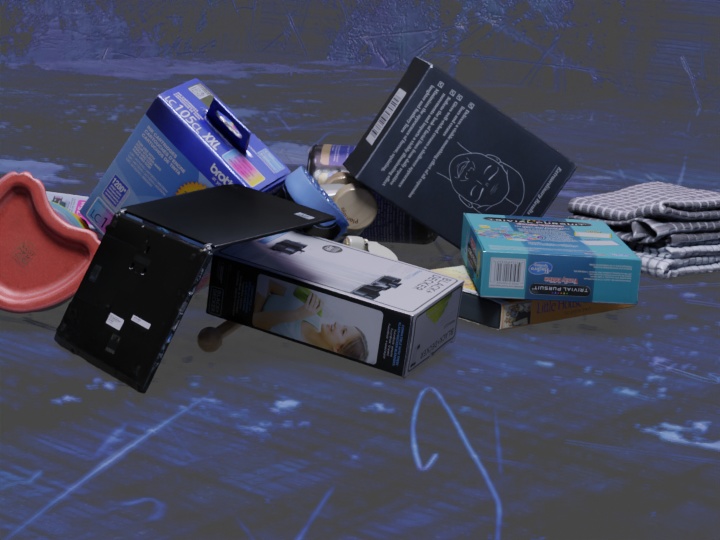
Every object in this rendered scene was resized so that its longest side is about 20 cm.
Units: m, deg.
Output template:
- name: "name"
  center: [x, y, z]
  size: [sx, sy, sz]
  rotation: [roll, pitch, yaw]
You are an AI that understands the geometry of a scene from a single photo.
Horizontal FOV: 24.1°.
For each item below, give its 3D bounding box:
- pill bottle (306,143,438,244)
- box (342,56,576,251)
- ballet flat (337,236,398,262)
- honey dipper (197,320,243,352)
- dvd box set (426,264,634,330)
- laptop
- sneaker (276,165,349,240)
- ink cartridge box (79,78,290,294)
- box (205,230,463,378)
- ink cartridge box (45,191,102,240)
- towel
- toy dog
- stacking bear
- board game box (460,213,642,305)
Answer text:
- name: "pill bottle"
  center: [0.037, -0.088, 1.977]
  size: [0.199, 0.112, 0.112]
  rotation: [4, 12, 4]
- name: "box"
  center: [0.107, -0.115, 1.840]
  size: [0.200, 0.149, 0.107]
  rotation: [34, 5, -13]
- name: "ballet flat"
  center: [0.000, 0.000, 1.673]
  size: [0.070, 0.071, 0.200]
  rotation: [-3, 13, -25]
- name: "honey dipper"
  center: [-0.104, 0.040, 1.550]
  size: [0.038, 0.038, 0.200]
  rotation: [7, 17, 18]
- name: "dvd box set"
  center: [0.159, 0.020, 1.699]
  size: [0.199, 0.030, 0.146]
  rotation: [-7, 16, -40]
- name: "laptop"
  center: [-0.146, 0.008, 1.439]
  size: [0.103, 0.201, 0.177]
  rotation: [28, -5, -35]
- name: "sneaker"
  center: [-0.059, -0.041, 1.613]
  size: [0.078, 0.070, 0.200]
  rotation: [-39, -10, -3]
- name: "ink cartridge box"
  center: [-0.161, -0.085, 1.612]
  size: [0.136, 0.200, 0.076]
  rotation: [44, 33, 7]
- name: "box"
  center: [-0.022, 0.023, 1.490]
  size: [0.199, 0.060, 0.117]
  rotation: [18, 22, 23]
- name: "ink cartridge box"
  center: [-0.322, -0.051, 1.798]
  size: [0.199, 0.042, 0.119]
  rotation: [11, -13, 24]
- name: "towel"
  center: [0.354, -0.054, 1.953]
  size: [0.199, 0.086, 0.165]
  rotation: [-7, 15, -37]
- name: "toy dog"
  center: [-0.069, -0.041, 1.855]
  size: [0.199, 0.097, 0.132]
  rotation: [-8, 16, 17]
- name: "stacking bear"
  center: [-0.302, -0.018, 1.599]
  size: [0.121, 0.114, 0.200]
  rotation: [44, 0, -2]
- name: "board game box"
  center: [0.183, -0.013, 1.668]
  size: [0.150, 0.047, 0.200]
  rotation: [3, 12, -2]
